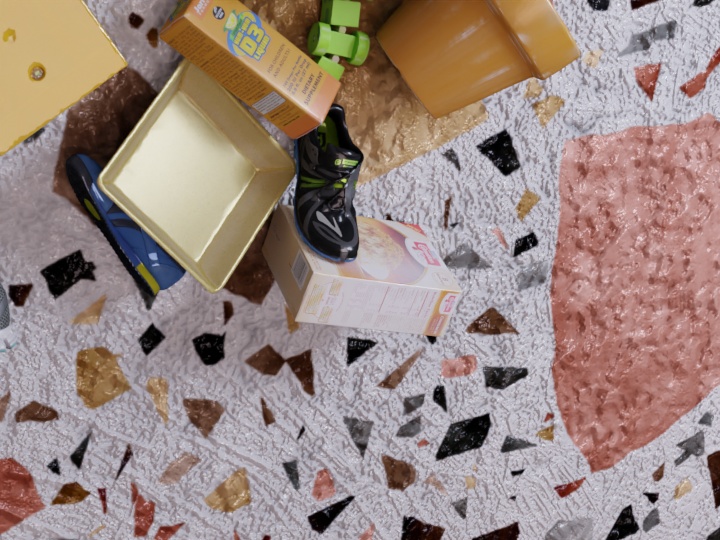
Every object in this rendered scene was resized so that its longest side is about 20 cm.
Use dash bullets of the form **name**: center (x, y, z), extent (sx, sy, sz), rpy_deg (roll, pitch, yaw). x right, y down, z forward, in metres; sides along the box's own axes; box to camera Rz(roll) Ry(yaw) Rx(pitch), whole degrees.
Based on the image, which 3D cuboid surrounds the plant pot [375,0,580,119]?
- **plant pot**: center (0.126, -0.280, 1.506), extent (0.183, 0.200, 0.200), rpy_deg (-35, 121, 10)

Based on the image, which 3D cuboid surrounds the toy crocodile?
- **toy crocodile**: center (-0.023, -0.306, 1.496), extent (0.067, 0.062, 0.200), rpy_deg (8, 101, -26)

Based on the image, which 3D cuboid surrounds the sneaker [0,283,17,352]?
- **sneaker**: center (-0.483, 0.048, 1.421), extent (0.200, 0.078, 0.091), rpy_deg (-2, 95, -28)

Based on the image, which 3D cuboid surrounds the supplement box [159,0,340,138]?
- **supplement box**: center (-0.123, -0.236, 1.444), extent (0.200, 0.069, 0.067), rpy_deg (35, 61, -21)

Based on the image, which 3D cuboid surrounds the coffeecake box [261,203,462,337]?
- **coffeecake box**: center (0.000, 0.000, 1.558), extent (0.200, 0.154, 0.073), rpy_deg (7, 121, -27)

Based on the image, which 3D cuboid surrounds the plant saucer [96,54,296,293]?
- **plant saucer**: center (-0.191, -0.108, 1.465), extent (0.200, 0.048, 0.200), rpy_deg (47, 62, -31)

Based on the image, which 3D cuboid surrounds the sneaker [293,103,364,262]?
- **sneaker**: center (-0.036, -0.105, 1.496), extent (0.071, 0.083, 0.200), rpy_deg (3, 68, -25)

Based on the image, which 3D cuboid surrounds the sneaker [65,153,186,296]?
- **sneaker**: center (-0.263, -0.065, 1.476), extent (0.078, 0.066, 0.200), rpy_deg (-40, 122, -15)

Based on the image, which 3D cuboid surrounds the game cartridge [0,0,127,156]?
- **game cartridge**: center (-0.376, -0.251, 1.371), extent (0.176, 0.032, 0.200), rpy_deg (-37, 118, -7)
